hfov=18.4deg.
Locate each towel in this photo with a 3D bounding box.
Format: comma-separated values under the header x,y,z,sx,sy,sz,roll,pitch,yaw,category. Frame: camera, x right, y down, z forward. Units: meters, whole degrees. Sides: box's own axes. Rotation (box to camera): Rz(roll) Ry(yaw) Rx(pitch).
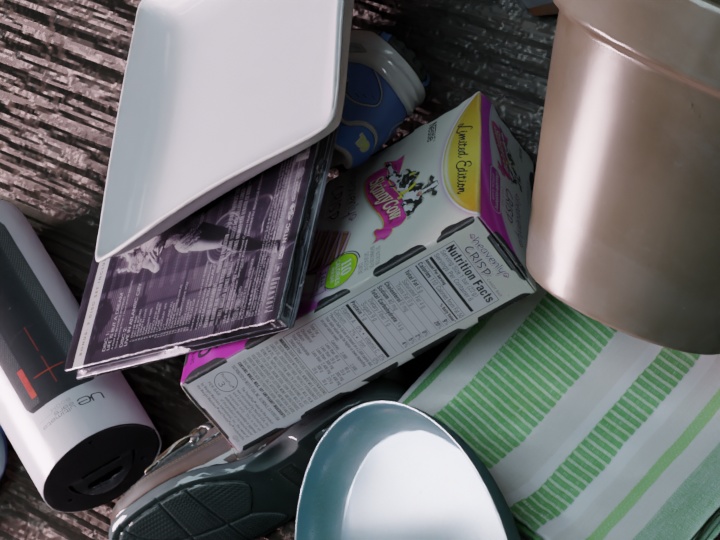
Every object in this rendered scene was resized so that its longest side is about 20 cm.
x,y,z,sx,sy,sz,roll,pitch,yaw,category
0.120,0.078,1.174,0.153,0.023,0.200,-48,48,-10,towel

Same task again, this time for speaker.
x,y,z,sx,sy,sz,roll,pitch,yaw,category
-0.201,0.051,1.371,0.081,0.081,0.200,-43,58,13,speaker

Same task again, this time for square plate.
x,y,z,sx,sy,sz,roll,pitch,yaw,category
-0.068,-0.116,1.254,0.200,0.028,0.199,-28,44,39,square plate

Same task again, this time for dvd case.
x,y,z,sx,sy,sz,roll,pitch,yaw,category
-0.089,-0.022,1.253,0.199,0.016,0.149,-14,57,47,dvd case

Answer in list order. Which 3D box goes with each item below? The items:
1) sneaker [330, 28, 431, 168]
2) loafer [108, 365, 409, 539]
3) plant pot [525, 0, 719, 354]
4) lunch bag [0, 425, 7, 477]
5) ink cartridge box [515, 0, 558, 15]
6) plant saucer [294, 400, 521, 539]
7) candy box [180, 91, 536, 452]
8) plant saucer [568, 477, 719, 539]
x,y,z,sx,sy,sz,roll,pitch,yaw,category
-0.055,-0.096,1.309,0.199,0.076,0.077,-2,46,44,sneaker
-0.057,0.105,1.285,0.199,0.072,0.063,-27,42,14,loafer
0.170,-0.059,1.133,0.200,0.200,0.174,31,108,34,plant pot
-0.325,0.095,1.433,0.161,0.082,0.200,-41,57,17,lunch bag
0.184,-0.235,1.256,0.199,0.050,0.163,-2,73,21,ink cartridge box
0.030,0.168,1.181,0.200,0.027,0.201,10,102,53,plant saucer
0.000,0.000,1.239,0.199,0.061,0.137,-29,27,20,candy box
0.128,0.188,1.156,0.199,0.035,0.201,-10,70,28,plant saucer
